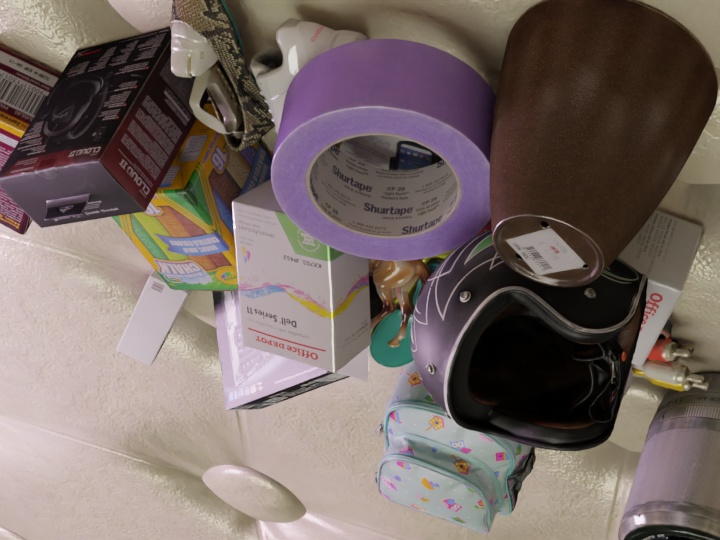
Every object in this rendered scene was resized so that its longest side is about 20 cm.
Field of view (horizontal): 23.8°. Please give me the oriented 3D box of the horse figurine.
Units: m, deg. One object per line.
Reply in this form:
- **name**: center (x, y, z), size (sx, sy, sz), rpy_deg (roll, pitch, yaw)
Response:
- **horse figurine**: center (0.000, 0.000, 1.708), size (0.200, 0.050, 0.133), rpy_deg (24, 109, 9)

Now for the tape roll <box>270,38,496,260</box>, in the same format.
- **tape roll**: center (0.025, -0.103, 1.507), size (0.199, 0.085, 0.200), rpy_deg (5, 140, 4)

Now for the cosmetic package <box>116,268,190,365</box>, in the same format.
- **cosmetic package**: center (-0.225, 0.029, 1.962), size (0.051, 0.083, 0.200), rpy_deg (24, 149, -7)

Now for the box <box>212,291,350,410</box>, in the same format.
- **box**: center (-0.082, 0.055, 1.840), size (0.050, 0.158, 0.200), rpy_deg (2, 164, -38)

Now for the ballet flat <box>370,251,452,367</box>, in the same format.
- **ballet flat**: center (0.070, 0.030, 1.784), size (0.067, 0.067, 0.200), rpy_deg (31, 140, -1)

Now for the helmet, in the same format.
- **helmet**: center (0.143, 0.053, 1.498), size (0.190, 0.200, 0.200), rpy_deg (14, 147, 13)

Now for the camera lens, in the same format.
- **camera lens**: center (0.363, 0.228, 1.768), size (0.160, 0.200, 0.160), rpy_deg (16, 147, 11)

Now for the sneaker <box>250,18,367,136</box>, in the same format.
- **sneaker**: center (-0.058, -0.165, 1.593), size (0.099, 0.078, 0.200), rpy_deg (28, 139, 6)

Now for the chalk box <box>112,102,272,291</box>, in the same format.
- **chalk box**: center (-0.152, -0.058, 1.746), size (0.124, 0.124, 0.200), rpy_deg (-2, 139, 34)

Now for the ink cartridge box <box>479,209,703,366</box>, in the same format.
- **ink cartridge box**: center (0.208, -0.007, 1.632), size (0.200, 0.083, 0.145), rpy_deg (21, 147, 5)

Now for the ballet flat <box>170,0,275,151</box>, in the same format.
- **ballet flat**: center (-0.136, -0.185, 1.592), size (0.068, 0.075, 0.200), rpy_deg (23, 153, 36)

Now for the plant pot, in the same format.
- **plant pot**: center (0.182, -0.091, 1.416), size (0.187, 0.200, 0.187), rpy_deg (16, 148, 11)

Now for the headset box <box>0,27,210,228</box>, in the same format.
- **headset box**: center (-0.244, -0.129, 1.630), size (0.149, 0.200, 0.077), rpy_deg (-7, 136, 38)

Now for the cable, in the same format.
- **cable**: center (0.258, 0.085, 1.765), size (0.200, 0.050, 0.097), rpy_deg (1, 144, 32)

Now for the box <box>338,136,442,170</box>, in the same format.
- **box**: center (0.040, -0.111, 1.629), size (0.119, 0.042, 0.200), rpy_deg (23, 150, 0)

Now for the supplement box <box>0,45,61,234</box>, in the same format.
- **supplement box**: center (-0.375, -0.138, 1.807), size (0.110, 0.086, 0.200), rpy_deg (26, 148, -5)

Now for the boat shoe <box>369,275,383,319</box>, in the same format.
- **boat shoe**: center (-0.044, 0.054, 1.885), size (0.063, 0.074, 0.201), rpy_deg (9, 158, -37)

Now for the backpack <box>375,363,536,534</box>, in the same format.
- **backpack**: center (0.106, 0.192, 1.932), size (0.175, 0.153, 0.200), rpy_deg (20, 142, 16)

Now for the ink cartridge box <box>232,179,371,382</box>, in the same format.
- **ink cartridge box**: center (-0.055, 0.023, 1.661), size (0.117, 0.067, 0.200), rpy_deg (14, 121, 31)

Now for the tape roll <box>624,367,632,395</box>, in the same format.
- **tape roll**: center (0.186, 0.081, 1.779), size (0.203, 0.037, 0.203), rpy_deg (28, 153, 16)
